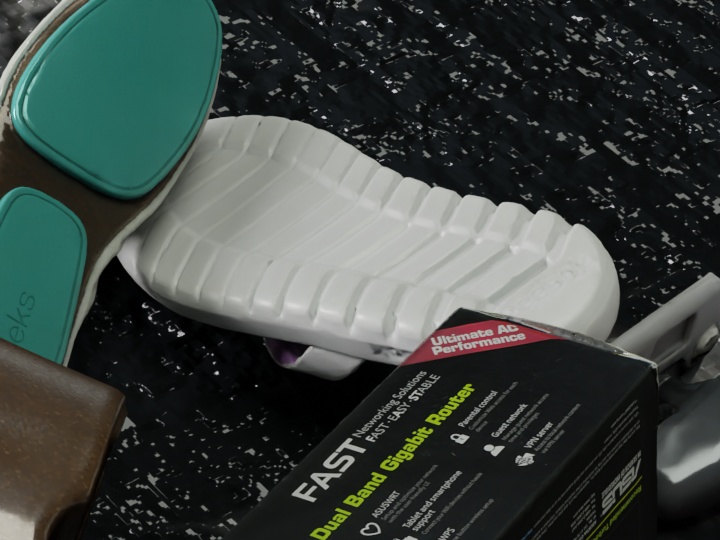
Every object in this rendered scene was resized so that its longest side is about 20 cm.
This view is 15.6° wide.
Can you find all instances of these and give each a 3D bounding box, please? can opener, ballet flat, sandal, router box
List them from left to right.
[{"bbox_3d":[-0.105,-0.018,0.840,0.069,0.070,0.201,17,52,5],"label":"ballet flat"},{"bbox_3d":[-0.005,0.005,0.850,0.202,0.050,0.082,20,55,40],"label":"sandal"},{"bbox_3d":[0.004,0.124,0.650,0.062,0.151,0.200,16,37,29],"label":"router box"},{"bbox_3d":[0.065,0.065,0.815,0.067,0.054,0.200,35,46,25],"label":"can opener"}]

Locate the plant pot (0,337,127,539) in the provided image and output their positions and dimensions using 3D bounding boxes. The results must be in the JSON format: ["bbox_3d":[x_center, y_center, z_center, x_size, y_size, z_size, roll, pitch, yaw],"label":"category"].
[{"bbox_3d":[-0.173,0.068,0.653,0.197,0.201,0.201,20,40,-2],"label":"plant pot"}]
